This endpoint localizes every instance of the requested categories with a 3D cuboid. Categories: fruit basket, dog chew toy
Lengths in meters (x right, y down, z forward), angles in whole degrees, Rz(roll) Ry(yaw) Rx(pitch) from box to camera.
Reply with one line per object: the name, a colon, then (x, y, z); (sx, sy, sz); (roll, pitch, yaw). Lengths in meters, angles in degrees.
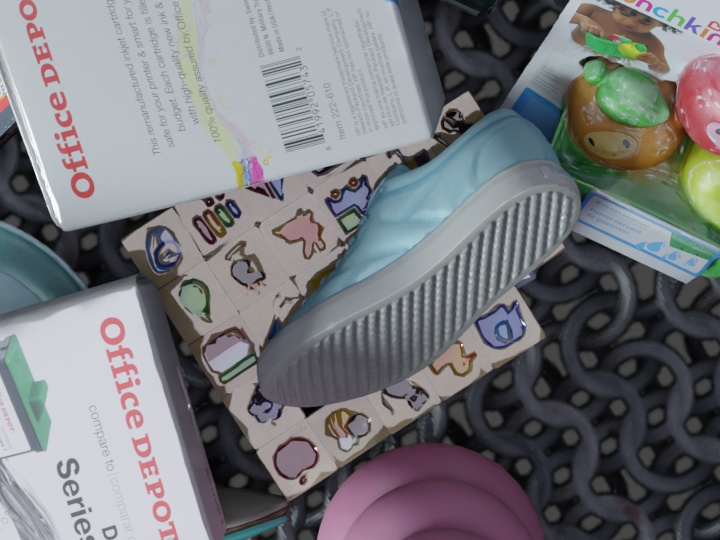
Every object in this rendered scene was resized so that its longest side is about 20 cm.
fruit basket: (0.171, -0.069, 0.941); (0.184, 0.200, 0.094); (25, 72, -4)
dog chew toy: (0.039, 0.158, 0.955); (0.123, 0.200, 0.126); (0, 95, -1)

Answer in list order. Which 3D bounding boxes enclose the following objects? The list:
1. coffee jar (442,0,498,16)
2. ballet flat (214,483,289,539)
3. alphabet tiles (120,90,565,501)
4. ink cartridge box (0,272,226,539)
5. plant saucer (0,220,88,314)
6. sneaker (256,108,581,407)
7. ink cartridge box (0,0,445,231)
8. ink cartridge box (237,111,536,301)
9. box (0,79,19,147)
coffee jar: (-0.003, -0.216, 0.983); (0.199, 0.085, 0.105); (22, 109, -3)
ballet flat: (-0.138, 0.144, 1.019); (0.199, 0.067, 0.064); (-23, 83, -1)
alphabet tiles: (0.000, 0.000, 1.003); (0.199, 0.008, 0.168); (-32, 95, 2)
ink cartridge box: (-0.180, 0.098, 0.938); (0.199, 0.084, 0.147); (-17, 92, -3)
plant saucer: (-0.223, 0.068, 0.995); (0.198, 0.036, 0.202); (0, 91, -4)
sneaker: (0.023, -0.007, 0.975); (0.199, 0.082, 0.074); (-36, 137, 17)
ink cartridge box: (-0.073, -0.117, 0.936); (0.198, 0.085, 0.146); (-14, 106, 11)
ink cartridge box: (-0.005, -0.053, 1.021); (0.119, 0.042, 0.201); (-30, 93, 0)
box: (-0.224, -0.133, 1.009); (0.200, 0.038, 0.137); (-43, 94, 2)
